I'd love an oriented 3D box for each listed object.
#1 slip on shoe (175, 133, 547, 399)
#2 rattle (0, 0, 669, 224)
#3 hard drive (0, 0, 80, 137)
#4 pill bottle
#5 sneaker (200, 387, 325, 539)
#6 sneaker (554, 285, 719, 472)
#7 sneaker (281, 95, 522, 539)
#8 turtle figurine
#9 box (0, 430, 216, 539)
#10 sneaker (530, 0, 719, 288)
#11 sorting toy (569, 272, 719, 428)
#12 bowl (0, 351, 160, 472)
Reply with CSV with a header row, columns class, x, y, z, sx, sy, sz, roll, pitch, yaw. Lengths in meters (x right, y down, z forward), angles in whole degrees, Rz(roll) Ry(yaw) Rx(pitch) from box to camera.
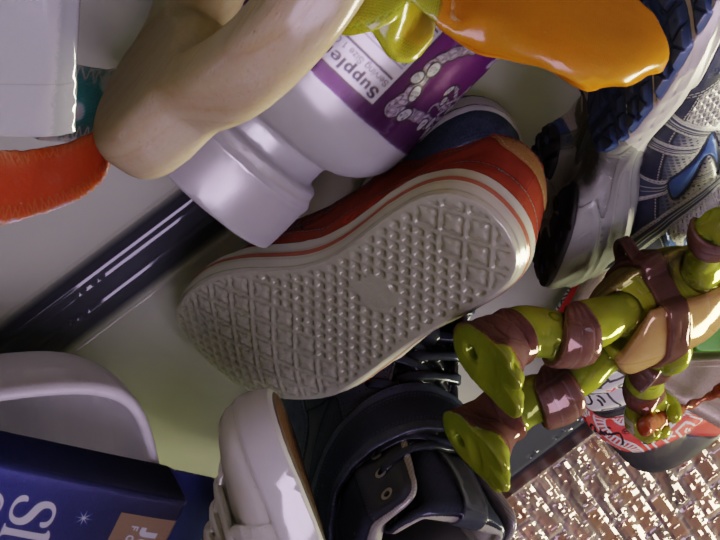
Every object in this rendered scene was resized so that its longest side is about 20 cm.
class,x,y,z,sx,sy,sz,roll,pitch,yaw
slip on shoe,0.000,0.000,0.801,0.200,0.061,0.074,-27,107,43
rattle,-0.021,-0.062,0.687,0.143,0.130,0.200,23,119,-39
hard drive,-0.145,-0.134,0.577,0.132,0.026,0.200,0,121,-14
pill bottle,0.002,-0.107,0.757,0.200,0.112,0.112,-46,127,8
sneaker,-0.050,0.136,0.806,0.085,0.073,0.200,-11,128,-6
sneaker,0.179,0.003,0.936,0.201,0.067,0.108,-40,130,6
sneaker,0.034,0.038,0.843,0.077,0.146,0.202,17,110,-30
turtle figurine,0.112,0.016,0.779,0.161,0.064,0.200,-22,157,-23
box,-0.154,0.120,0.786,0.200,0.032,0.121,16,111,-33
sneaker,0.128,-0.067,0.784,0.085,0.077,0.200,-2,149,-15
sorting toy,0.211,-0.008,0.898,0.200,0.036,0.185,29,85,-17
bowl,-0.185,0.121,0.836,0.200,0.075,0.200,-10,123,-19
